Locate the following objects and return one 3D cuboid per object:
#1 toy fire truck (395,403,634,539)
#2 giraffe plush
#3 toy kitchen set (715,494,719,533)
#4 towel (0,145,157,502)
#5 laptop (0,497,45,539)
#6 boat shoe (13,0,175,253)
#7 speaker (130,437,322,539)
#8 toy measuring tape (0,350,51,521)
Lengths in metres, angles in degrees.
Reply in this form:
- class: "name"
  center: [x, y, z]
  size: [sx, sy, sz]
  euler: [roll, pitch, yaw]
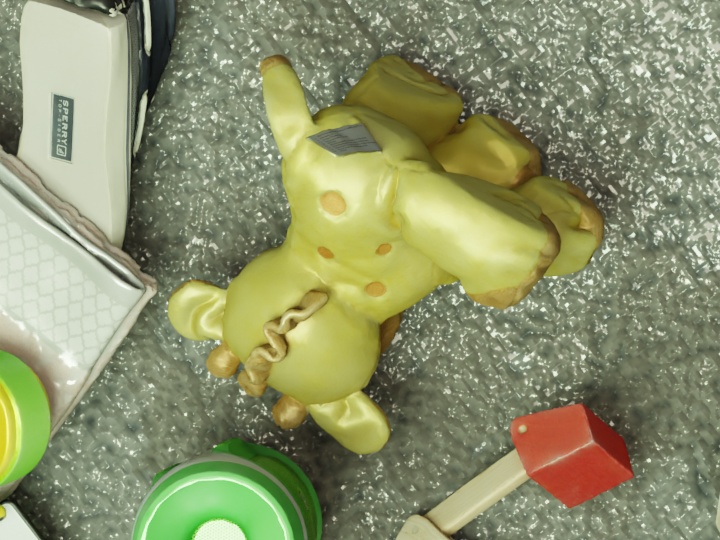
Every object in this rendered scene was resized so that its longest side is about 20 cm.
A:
- class: "toy fire truck"
  center: [0.051, 0.167, 1.240]
  size: [0.200, 0.049, 0.141]
  euler: [-26, 52, 22]
- class: "giraffe plush"
  center: [0.000, 0.000, 1.218]
  size: [0.173, 0.200, 0.162]
  euler: [45, 117, 32]
- class: "toy kitchen set"
  center: [0.188, 0.184, 1.242]
  size: [0.200, 0.180, 0.164]
  euler: [-28, 91, -39]
- class: "towel"
  center: [-0.229, 0.016, 1.247]
  size: [0.200, 0.032, 0.191]
  euler: [40, 112, 3]
- class: "laptop"
  center: [-0.203, 0.257, 1.206]
  size: [0.200, 0.116, 0.188]
  euler: [-35, 103, 3]
- class: "boat shoe"
  center: [-0.137, -0.069, 1.260]
  size: [0.074, 0.093, 0.201]
  euler: [20, 120, 14]
- class: "speaker"
  center: [-0.063, 0.129, 1.185]
  size: [0.088, 0.200, 0.089]
  euler: [0, 88, 1]
- class: "toy measuring tape"
  center: [-0.187, 0.037, 1.190]
  size: [0.073, 0.074, 0.201]
  euler: [2, 100, 2]
